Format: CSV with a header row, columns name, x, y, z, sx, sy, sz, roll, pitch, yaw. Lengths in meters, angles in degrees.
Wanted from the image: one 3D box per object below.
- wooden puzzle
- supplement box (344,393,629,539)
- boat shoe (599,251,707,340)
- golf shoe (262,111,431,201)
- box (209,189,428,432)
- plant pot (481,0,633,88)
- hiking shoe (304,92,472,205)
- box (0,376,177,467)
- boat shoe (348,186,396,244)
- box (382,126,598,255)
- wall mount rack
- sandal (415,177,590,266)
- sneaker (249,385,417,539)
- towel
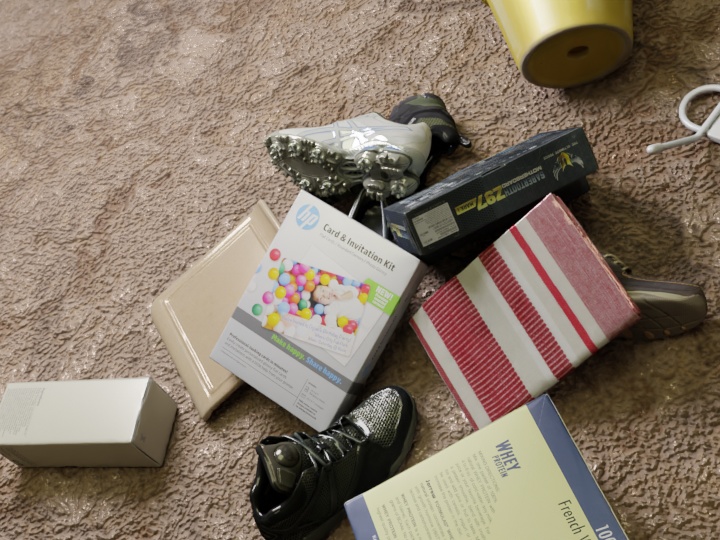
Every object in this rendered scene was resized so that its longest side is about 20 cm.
name,x,y,z,sx,sy,sz,roll,pitch,yaw
wooden puzzle,-0.139,0.043,1.194,0.200,0.037,0.186,-44,49,8
supplement box,0.124,0.252,0.867,0.198,0.135,0.201,-29,50,4
boat shoe,0.234,0.017,1.022,0.197,0.075,0.074,1,57,24
golf shoe,-0.011,-0.136,1.179,0.197,0.079,0.098,12,50,26
box,-0.044,0.043,1.091,0.155,0.041,0.202,31,90,19
plant pot,0.228,-0.321,1.200,0.198,0.201,0.192,-14,68,15
hiking shoe,0.027,-0.126,1.219,0.198,0.076,0.101,-33,46,0
box,-0.309,0.170,1.174,0.197,0.069,0.083,-3,56,23
boat shoe,0.000,0.000,1.152,0.074,0.062,0.203,6,61,23
box,0.127,-0.082,1.084,0.197,0.052,0.158,-25,8,-4
wall mount rack,0.390,-0.141,1.057,0.199,0.075,0.174,30,73,38
sandal,0.153,-0.044,1.112,0.197,0.043,0.076,-24,7,4
sneaker,-0.028,0.176,1.009,0.199,0.115,0.076,-42,52,-10
towel,0.151,0.044,1.008,0.200,0.023,0.145,-42,66,24
